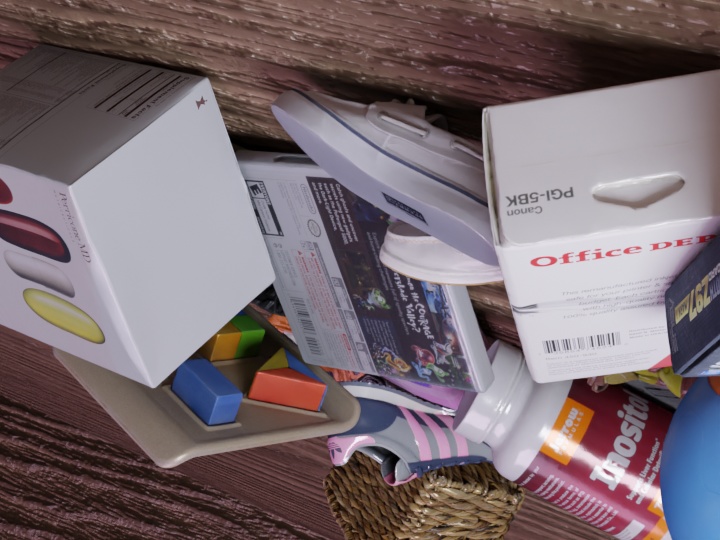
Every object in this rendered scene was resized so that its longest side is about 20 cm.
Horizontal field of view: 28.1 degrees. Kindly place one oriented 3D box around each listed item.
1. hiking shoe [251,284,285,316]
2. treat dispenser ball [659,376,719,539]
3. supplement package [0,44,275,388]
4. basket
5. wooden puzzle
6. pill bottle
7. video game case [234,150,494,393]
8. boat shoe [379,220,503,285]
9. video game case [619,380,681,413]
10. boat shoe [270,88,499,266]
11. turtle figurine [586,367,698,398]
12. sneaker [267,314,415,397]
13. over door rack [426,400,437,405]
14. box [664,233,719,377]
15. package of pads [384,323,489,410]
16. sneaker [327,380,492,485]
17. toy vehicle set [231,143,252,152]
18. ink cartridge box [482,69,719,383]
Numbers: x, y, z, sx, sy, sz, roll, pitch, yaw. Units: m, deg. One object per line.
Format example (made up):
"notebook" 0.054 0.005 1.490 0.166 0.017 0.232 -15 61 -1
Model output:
"hiking shoe" -0.099 -0.001 1.317 0.200 0.076 0.101 31 -179 34
"treat dispenser ball" 0.289 0.133 0.896 0.200 0.202 0.201 25 164 8
"supplement package" -0.205 -0.047 1.111 0.199 0.147 0.192 16 136 38
"basket" 0.069 0.232 1.494 0.142 0.150 0.200 16 -160 -28
"wooden puzzle" -0.122 0.078 1.174 0.199 0.047 0.185 -9 -144 -42
"pill bottle" 0.182 0.141 1.182 0.199 0.113 0.113 27 164 -1
"video game case" 0.000 0.000 1.099 0.181 0.023 0.201 7 129 37
"boat shoe" 0.099 -0.030 0.946 0.199 0.071 0.070 2 113 33
"video game case" 0.283 0.134 1.235 0.200 0.018 0.143 37 161 -29
"boat shoe" 0.031 -0.074 0.921 0.200 0.065 0.074 33 167 25
"turtle figurine" 0.190 0.058 1.067 0.161 0.065 0.200 20 162 24
"sneaker" -0.001 0.081 1.392 0.076 0.092 0.200 -29 115 32
"over door rack" 0.144 0.141 1.390 0.147 0.067 0.200 31 163 -16
"box" 0.259 0.006 0.664 0.199 0.051 0.158 -2 161 -6
"package of pads" 0.039 0.042 1.237 0.120 0.076 0.200 21 162 23
"sneaker" 0.056 0.165 1.324 0.199 0.083 0.070 18 161 -20
"toy vehicle set" -0.141 -0.084 1.225 0.199 0.027 0.124 21 163 20
"ink cartridge box" 0.150 -0.018 0.774 0.146 0.083 0.200 -8 155 9
